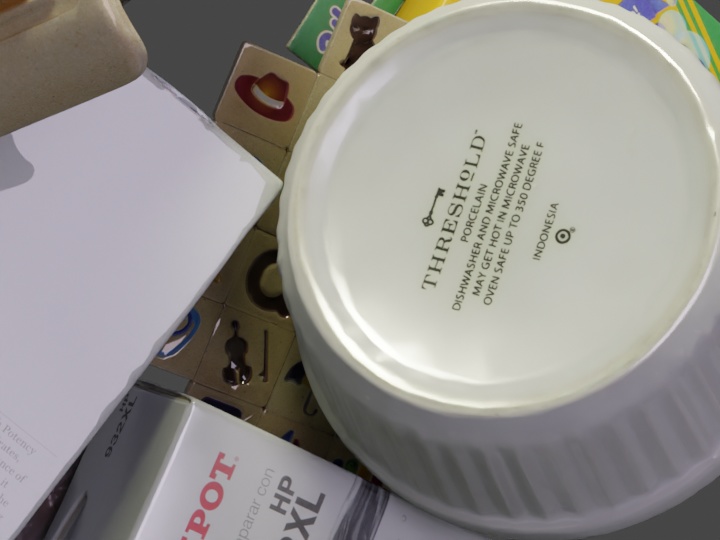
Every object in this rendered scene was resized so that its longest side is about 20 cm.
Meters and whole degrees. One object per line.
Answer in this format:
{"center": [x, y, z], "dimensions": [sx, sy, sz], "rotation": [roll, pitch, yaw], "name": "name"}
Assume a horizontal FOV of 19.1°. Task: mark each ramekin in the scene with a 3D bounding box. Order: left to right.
{"center": [0.061, -0.009, 0.782], "dimensions": [0.201, 0.094, 0.204], "rotation": [-5, 70, 14], "name": "ramekin"}

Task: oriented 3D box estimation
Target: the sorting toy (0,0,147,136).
{"center": [-0.176, -0.123, 0.656], "dimensions": [0.036, 0.184, 0.201], "rotation": [-37, 107, -59], "name": "sorting toy"}

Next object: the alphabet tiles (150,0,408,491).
{"center": [0.000, 0.000, 0.877], "dimensions": [0.166, 0.006, 0.201], "rotation": [22, 93, -20], "name": "alphabet tiles"}

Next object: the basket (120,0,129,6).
{"center": [-0.134, -0.198, 0.763], "dimensions": [0.200, 0.136, 0.181], "rotation": [52, 27, -19], "name": "basket"}

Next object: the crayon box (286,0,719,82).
{"center": [0.082, -0.088, 0.934], "dimensions": [0.200, 0.052, 0.126], "rotation": [38, 71, -20], "name": "crayon box"}

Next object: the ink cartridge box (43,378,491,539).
{"center": [-0.026, 0.150, 0.836], "dimensions": [0.199, 0.084, 0.146], "rotation": [28, 81, -23], "name": "ink cartridge box"}

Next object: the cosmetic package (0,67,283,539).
{"center": [-0.130, 0.017, 0.787], "dimensions": [0.102, 0.074, 0.200], "rotation": [41, 75, -11], "name": "cosmetic package"}
